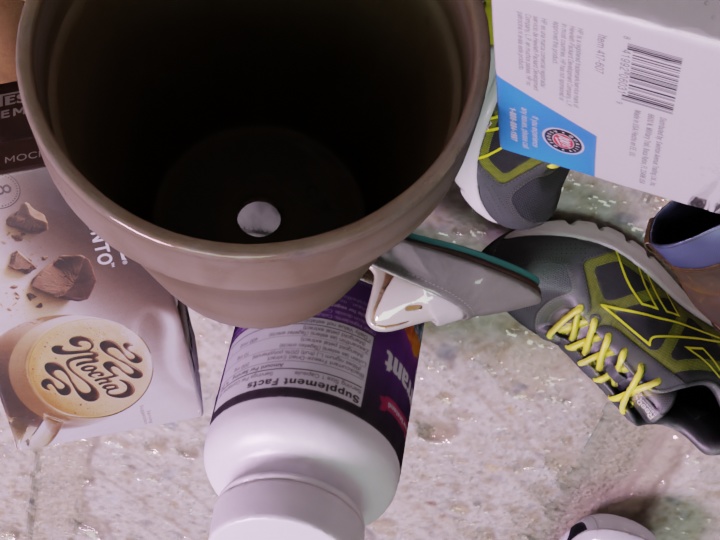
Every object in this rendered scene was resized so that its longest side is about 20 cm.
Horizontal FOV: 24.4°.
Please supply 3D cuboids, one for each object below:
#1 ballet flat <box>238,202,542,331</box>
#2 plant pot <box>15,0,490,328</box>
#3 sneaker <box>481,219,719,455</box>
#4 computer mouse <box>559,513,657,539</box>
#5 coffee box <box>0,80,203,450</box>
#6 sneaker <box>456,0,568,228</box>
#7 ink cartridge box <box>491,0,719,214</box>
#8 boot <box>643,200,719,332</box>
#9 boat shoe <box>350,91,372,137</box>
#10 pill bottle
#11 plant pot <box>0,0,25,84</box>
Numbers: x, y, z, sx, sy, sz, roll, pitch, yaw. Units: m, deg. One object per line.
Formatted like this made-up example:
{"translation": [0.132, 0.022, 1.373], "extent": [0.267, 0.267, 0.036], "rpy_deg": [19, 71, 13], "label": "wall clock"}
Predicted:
{"translation": [0.000, 0.000, 0.914], "extent": [0.199, 0.064, 0.067], "rpy_deg": [22, 170, -3], "label": "ballet flat"}
{"translation": [-0.048, -0.058, 0.766], "extent": [0.198, 0.201, 0.174], "rpy_deg": [10, 154, 2], "label": "plant pot"}
{"translation": [0.157, 0.040, 0.966], "extent": [0.199, 0.085, 0.075], "rpy_deg": [23, 137, -13], "label": "sneaker"}
{"translation": [0.169, 0.222, 1.202], "extent": [0.109, 0.044, 0.200], "rpy_deg": [19, 144, -2], "label": "computer mouse"}
{"translation": [-0.159, -0.004, 0.919], "extent": [0.112, 0.080, 0.201], "rpy_deg": [-10, 132, -4], "label": "coffee box"}
{"translation": [0.099, -0.087, 0.815], "extent": [0.084, 0.074, 0.201], "rpy_deg": [30, 144, 23], "label": "sneaker"}
{"translation": [0.157, -0.084, 0.649], "extent": [0.198, 0.085, 0.146], "rpy_deg": [17, 162, 11], "label": "ink cartridge box"}
{"translation": [0.243, -0.023, 0.857], "extent": [0.097, 0.075, 0.199], "rpy_deg": [35, 135, -28], "label": "boot"}
{"translation": [0.015, -0.102, 0.850], "extent": [0.060, 0.072, 0.202], "rpy_deg": [5, 141, 1], "label": "boat shoe"}
{"translation": [-0.027, 0.081, 0.955], "extent": [0.110, 0.201, 0.112], "rpy_deg": [7, 140, 6], "label": "pill bottle"}
{"translation": [-0.159, -0.141, 0.882], "extent": [0.198, 0.028, 0.201], "rpy_deg": [6, 138, 6], "label": "plant pot"}
